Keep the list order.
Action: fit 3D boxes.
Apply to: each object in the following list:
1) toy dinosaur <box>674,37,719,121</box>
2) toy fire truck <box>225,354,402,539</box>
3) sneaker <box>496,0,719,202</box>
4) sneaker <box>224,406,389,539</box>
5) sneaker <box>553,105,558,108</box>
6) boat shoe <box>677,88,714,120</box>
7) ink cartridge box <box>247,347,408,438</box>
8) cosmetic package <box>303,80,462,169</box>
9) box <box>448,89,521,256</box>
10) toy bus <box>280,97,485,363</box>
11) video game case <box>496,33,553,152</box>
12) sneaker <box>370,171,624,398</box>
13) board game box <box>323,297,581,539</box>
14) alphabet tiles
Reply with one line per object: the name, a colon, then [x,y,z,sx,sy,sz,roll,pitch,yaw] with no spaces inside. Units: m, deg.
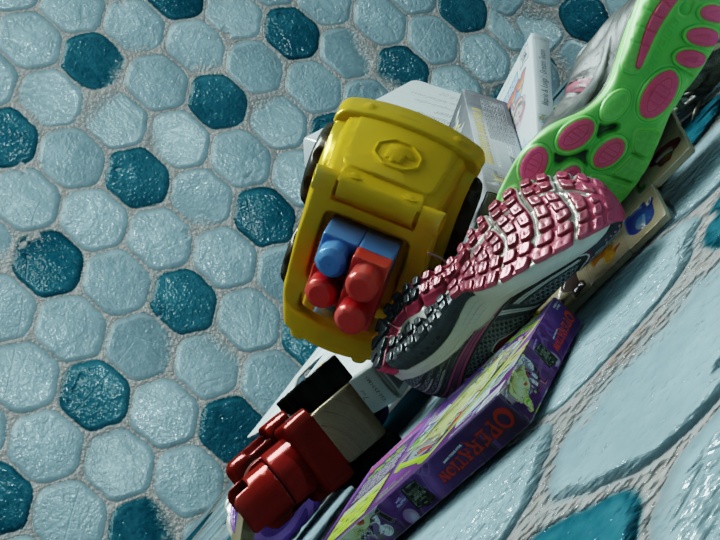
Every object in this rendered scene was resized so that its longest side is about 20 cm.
toy dinosaur: [0.265,-0.158,0.879,0.199,0.048,0.088,-30,-13,11]
toy fire truck: [-0.065,0.185,0.935,0.200,0.129,0.176,-38,-2,-14]
sneaker: [0.165,-0.106,0.782,0.200,0.077,0.084,-52,6,9]
sneaker: [-0.048,0.179,1.090,0.200,0.081,0.083,-48,6,-30]
sneaker: [0.176,-0.093,1.308,0.201,0.083,0.072,-54,-1,13]
boat shoe: [0.220,-0.148,0.970,0.086,0.075,0.202,-9,-31,-41]
ink cartridge box: [0.001,0.088,1.130,0.173,0.044,0.200,-34,9,36]
cosmetic package: [0.064,-0.095,1.351,0.199,0.164,0.166,-33,-50,-39]
box: [0.095,-0.047,1.059,0.201,0.048,0.159,-92,19,-57]
toy bus: [0.000,0.000,0.894,0.192,0.135,0.201,-66,-5,-57]
video game case: [0.132,-0.092,1.115,0.201,0.023,0.183,116,165,-46]
sneaker: [0.094,0.011,0.767,0.200,0.074,0.081,-40,30,35]
board game box: [0.050,0.109,0.727,0.200,0.032,0.120,-48,4,35]
alphabet tiles: [0.146,-0.037,0.819,0.200,0.008,0.168,-48,25,26]
